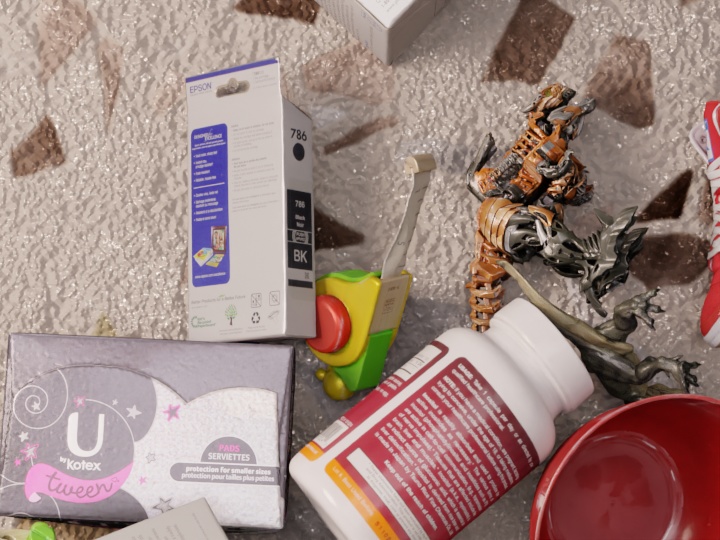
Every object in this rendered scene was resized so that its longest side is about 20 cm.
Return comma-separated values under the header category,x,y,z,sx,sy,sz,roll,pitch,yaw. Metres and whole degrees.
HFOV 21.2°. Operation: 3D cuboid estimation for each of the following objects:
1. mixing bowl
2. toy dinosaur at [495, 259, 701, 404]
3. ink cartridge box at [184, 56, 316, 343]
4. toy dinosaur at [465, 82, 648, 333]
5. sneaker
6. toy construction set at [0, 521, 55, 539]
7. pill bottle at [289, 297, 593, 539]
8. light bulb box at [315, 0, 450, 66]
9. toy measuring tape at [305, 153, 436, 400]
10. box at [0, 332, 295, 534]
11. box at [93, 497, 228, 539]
category,x,y,z,sx,sy,sz,roll,pitch,yaw
mixing bowl,0.197,0.176,1.343,0.199,0.108,0.201,-2,98,-15
toy dinosaur,0.183,0.052,1.339,0.200,0.088,0.048,43,56,-32
ink cartridge box,-0.080,-0.047,1.387,0.099,0.039,0.201,-6,83,40
toy dinosaur,0.133,-0.031,1.404,0.135,0.102,0.201,22,109,16
sneaker,0.273,-0.049,1.405,0.112,0.071,0.200,33,75,-1
toy construction set,-0.259,0.212,1.307,0.131,0.200,0.092,26,59,-5
pill bottle,0.059,0.114,1.317,0.200,0.113,0.113,-39,85,-9
light bulb box,0.013,-0.295,1.404,0.200,0.125,0.198,43,84,5
toy measuring tape,0.000,0.000,1.374,0.073,0.074,0.201,15,112,1
box,-0.148,0.116,1.351,0.199,0.115,0.133,3,82,-1
box,-0.162,0.249,1.216,0.199,0.098,0.124,-20,43,-17
